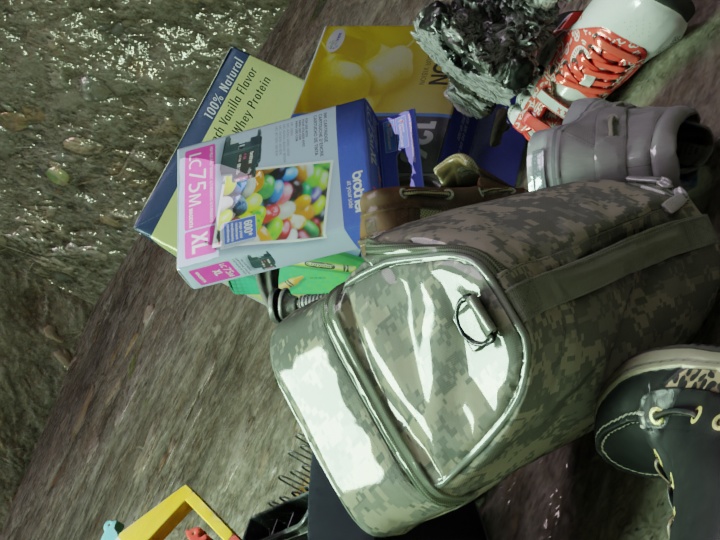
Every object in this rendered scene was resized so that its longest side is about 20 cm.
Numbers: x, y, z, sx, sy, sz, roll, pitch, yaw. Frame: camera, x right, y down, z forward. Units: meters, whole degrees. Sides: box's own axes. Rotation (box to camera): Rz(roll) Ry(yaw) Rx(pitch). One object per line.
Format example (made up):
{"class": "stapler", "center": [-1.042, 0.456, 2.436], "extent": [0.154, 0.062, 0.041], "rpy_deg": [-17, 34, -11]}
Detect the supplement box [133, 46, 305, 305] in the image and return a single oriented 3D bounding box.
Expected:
{"class": "supplement box", "center": [-0.068, -0.068, 1.378], "extent": [0.200, 0.199, 0.134], "rpy_deg": [-62, -16, -6]}

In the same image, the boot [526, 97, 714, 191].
{"class": "boot", "center": [0.172, -0.071, 0.900], "extent": [0.200, 0.095, 0.074], "rpy_deg": [-36, -60, -65]}

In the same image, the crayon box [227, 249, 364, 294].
{"class": "crayon box", "center": [-0.009, -0.040, 1.226], "extent": [0.119, 0.199, 0.058], "rpy_deg": [-75, -21, -44]}

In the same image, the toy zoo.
{"class": "toy zoo", "center": [-0.131, 0.252, 1.084], "extent": [0.131, 0.200, 0.020], "rpy_deg": [-46, -31, -7]}

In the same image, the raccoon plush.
{"class": "raccoon plush", "center": [0.108, -0.201, 1.092], "extent": [0.134, 0.097, 0.200], "rpy_deg": [-53, 7, -5]}

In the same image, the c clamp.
{"class": "c clamp", "center": [0.000, 0.000, 1.124], "extent": [0.199, 0.027, 0.171], "rpy_deg": [0, 65, 25]}

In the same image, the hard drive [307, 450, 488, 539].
{"class": "hard drive", "center": [0.027, 0.160, 0.824], "extent": [0.042, 0.135, 0.200], "rpy_deg": [-39, 18, 15]}

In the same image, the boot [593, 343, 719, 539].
{"class": "boot", "center": [0.146, 0.111, 0.619], "extent": [0.200, 0.073, 0.151], "rpy_deg": [-20, 42, 61]}

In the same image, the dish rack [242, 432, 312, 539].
{"class": "dish rack", "center": [-0.017, 0.137, 1.178], "extent": [0.153, 0.054, 0.200], "rpy_deg": [-34, 30, 60]}

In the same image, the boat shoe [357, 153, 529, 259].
{"class": "boat shoe", "center": [0.078, -0.041, 0.937], "extent": [0.075, 0.075, 0.202], "rpy_deg": [-17, -1, 42]}

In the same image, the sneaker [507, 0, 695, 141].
{"class": "sneaker", "center": [0.167, -0.140, 1.041], "extent": [0.108, 0.067, 0.201], "rpy_deg": [-64, 11, -7]}

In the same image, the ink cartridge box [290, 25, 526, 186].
{"class": "ink cartridge box", "center": [0.043, -0.135, 1.234], "extent": [0.047, 0.199, 0.198], "rpy_deg": [72, -155, -43]}

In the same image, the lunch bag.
{"class": "lunch bag", "center": [0.080, 0.030, 0.759], "extent": [0.200, 0.140, 0.168], "rpy_deg": [-18, -12, -45]}

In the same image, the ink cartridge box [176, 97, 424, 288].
{"class": "ink cartridge box", "center": [-0.049, -0.065, 1.148], "extent": [0.199, 0.042, 0.120], "rpy_deg": [-12, 59, 14]}
